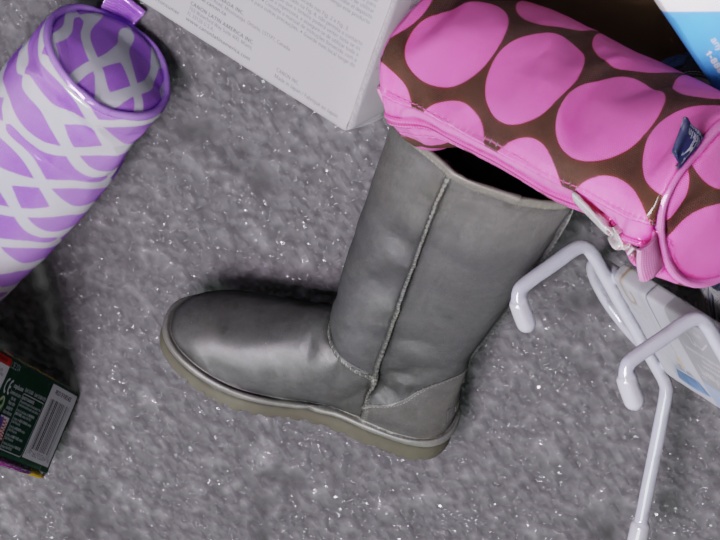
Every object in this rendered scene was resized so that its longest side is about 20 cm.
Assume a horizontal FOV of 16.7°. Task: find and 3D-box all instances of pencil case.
[{"bbox_3d":[0.091,-0.062,1.085,0.200,0.094,0.091,30,157,45],"label":"pencil case"},{"bbox_3d":[-0.179,-0.054,1.286,0.084,0.086,0.200,38,125,-14],"label":"pencil case"}]

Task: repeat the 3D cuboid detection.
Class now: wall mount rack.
[{"bbox_3d":[0.150,0.078,1.171,0.074,0.200,0.174,-36,117,-9],"label":"wall mount rack"}]

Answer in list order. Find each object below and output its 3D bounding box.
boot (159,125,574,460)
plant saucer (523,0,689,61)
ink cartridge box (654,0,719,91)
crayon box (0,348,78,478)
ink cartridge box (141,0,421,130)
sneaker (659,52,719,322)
[{"bbox_3d":[-0.001,-0.002,1.234,0.181,0.073,0.200,15,140,-2],"label":"boot"},{"bbox_3d":[0.084,-0.130,1.172,0.199,0.029,0.201,10,122,16],"label":"plant saucer"},{"bbox_3d":[0.215,-0.172,1.047,0.199,0.084,0.146,-30,105,23],"label":"ink cartridge box"},{"bbox_3d":[-0.260,0.047,1.315,0.172,0.200,0.059,21,83,10],"label":"crayon box"},{"bbox_3d":[-0.029,-0.189,1.154,0.161,0.050,0.201,34,124,19],"label":"ink cartridge box"},{"bbox_3d":[0.186,-0.010,1.152,0.077,0.085,0.201,-27,115,-3],"label":"sneaker"}]
